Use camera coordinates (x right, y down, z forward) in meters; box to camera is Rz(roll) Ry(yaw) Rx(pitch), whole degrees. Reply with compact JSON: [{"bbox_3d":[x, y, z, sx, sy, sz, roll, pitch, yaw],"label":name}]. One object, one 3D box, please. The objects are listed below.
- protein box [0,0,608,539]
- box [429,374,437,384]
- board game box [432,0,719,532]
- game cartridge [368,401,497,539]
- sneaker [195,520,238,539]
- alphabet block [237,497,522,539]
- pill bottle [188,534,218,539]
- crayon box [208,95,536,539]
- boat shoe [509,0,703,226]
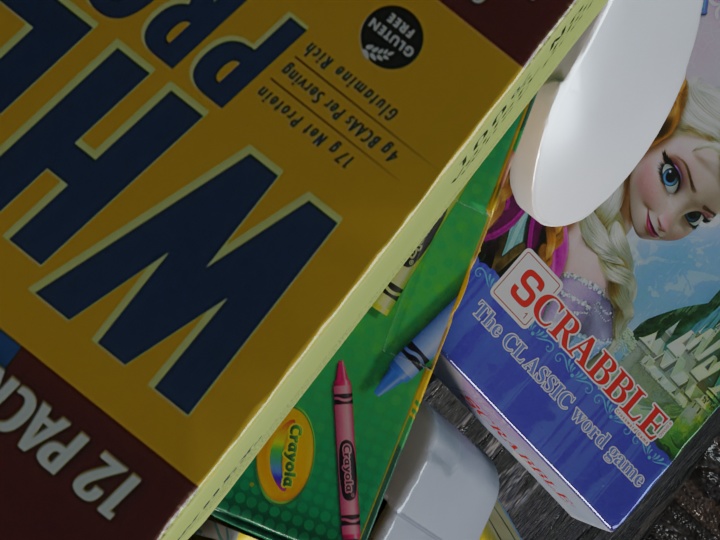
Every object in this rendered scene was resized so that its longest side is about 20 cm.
[{"bbox_3d":[-0.043,-0.045,0.628,0.199,0.135,0.200,-52,178,5],"label":"protein box"},{"bbox_3d":[0.027,0.010,1.348,0.143,0.036,0.200,-35,159,-48],"label":"box"},{"bbox_3d":[0.093,-0.036,1.091,0.200,0.200,0.041,-49,-159,-11],"label":"board game box"},{"bbox_3d":[-0.012,0.150,1.085,0.201,0.041,0.133,-61,156,-5],"label":"game cartridge"},{"bbox_3d":[-0.095,0.095,1.107,0.200,0.070,0.081,-15,127,-74],"label":"sneaker"},{"bbox_3d":[0.004,0.201,1.346,0.196,0.196,0.200,-33,169,3],"label":"alphabet block"},{"bbox_3d":[-0.082,0.140,0.929,0.111,0.199,0.112,-164,-90,-70],"label":"pill bottle"},{"bbox_3d":[0.000,0.000,0.962,0.119,0.058,0.201,158,-46,-81],"label":"crayon box"},{"bbox_3d":[0.084,-0.117,1.022,0.072,0.068,0.201,-11,122,-41],"label":"boat shoe"}]
